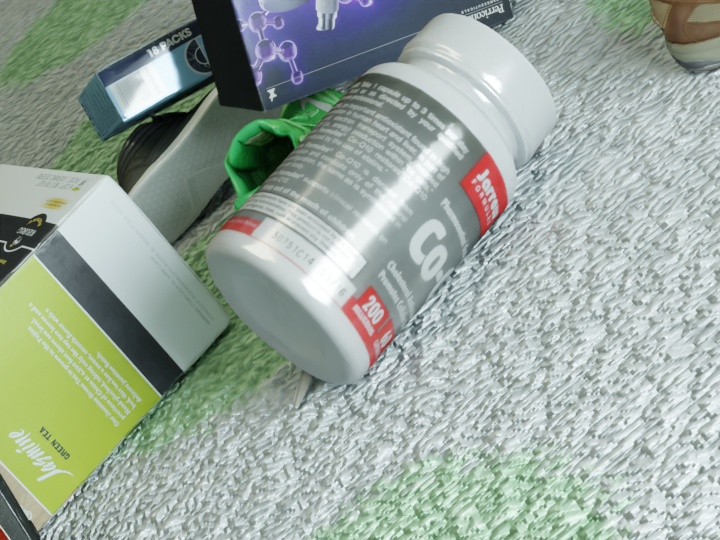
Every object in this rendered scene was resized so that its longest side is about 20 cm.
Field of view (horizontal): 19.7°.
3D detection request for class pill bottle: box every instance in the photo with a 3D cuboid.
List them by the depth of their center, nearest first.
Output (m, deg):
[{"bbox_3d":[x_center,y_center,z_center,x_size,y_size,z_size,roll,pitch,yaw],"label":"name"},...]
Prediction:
[{"bbox_3d":[0.016,-0.044,1.175,0.200,0.114,0.114,-48,25,-19],"label":"pill bottle"}]

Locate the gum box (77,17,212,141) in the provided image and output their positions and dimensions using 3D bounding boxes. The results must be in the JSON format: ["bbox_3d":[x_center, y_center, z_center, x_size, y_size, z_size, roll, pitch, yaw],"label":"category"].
[{"bbox_3d":[-0.125,-0.161,1.567,0.169,0.045,0.200,-31,6,-11],"label":"gum box"}]

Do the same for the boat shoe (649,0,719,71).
[{"bbox_3d":[0.236,-0.170,1.122,0.199,0.072,0.076,-20,30,38],"label":"boat shoe"}]

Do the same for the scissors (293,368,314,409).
[{"bbox_3d":[0.000,0.000,1.236,0.073,0.014,0.201,2,50,3],"label":"scissors"}]

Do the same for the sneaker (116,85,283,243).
[{"bbox_3d":[-0.108,-0.109,1.524,0.200,0.071,0.099,-44,28,1],"label":"sneaker"}]

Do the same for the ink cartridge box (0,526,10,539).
[{"bbox_3d":[-0.186,0.165,0.998,0.057,0.200,0.162,-47,24,-22],"label":"ink cartridge box"}]

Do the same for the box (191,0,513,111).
[{"bbox_3d":[-0.012,-0.205,1.385,0.199,0.142,0.079,-23,20,-23],"label":"box"}]

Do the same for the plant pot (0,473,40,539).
[{"bbox_3d":[-0.272,0.167,1.153,0.177,0.201,0.199,-32,22,-10],"label":"plant pot"}]

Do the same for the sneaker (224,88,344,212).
[{"bbox_3d":[-0.040,-0.075,1.351,0.074,0.084,0.200,-31,25,20],"label":"sneaker"}]

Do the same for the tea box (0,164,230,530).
[{"bbox_3d":[-0.226,0.046,1.351,0.197,0.134,0.200,-47,24,-17],"label":"tea box"}]
